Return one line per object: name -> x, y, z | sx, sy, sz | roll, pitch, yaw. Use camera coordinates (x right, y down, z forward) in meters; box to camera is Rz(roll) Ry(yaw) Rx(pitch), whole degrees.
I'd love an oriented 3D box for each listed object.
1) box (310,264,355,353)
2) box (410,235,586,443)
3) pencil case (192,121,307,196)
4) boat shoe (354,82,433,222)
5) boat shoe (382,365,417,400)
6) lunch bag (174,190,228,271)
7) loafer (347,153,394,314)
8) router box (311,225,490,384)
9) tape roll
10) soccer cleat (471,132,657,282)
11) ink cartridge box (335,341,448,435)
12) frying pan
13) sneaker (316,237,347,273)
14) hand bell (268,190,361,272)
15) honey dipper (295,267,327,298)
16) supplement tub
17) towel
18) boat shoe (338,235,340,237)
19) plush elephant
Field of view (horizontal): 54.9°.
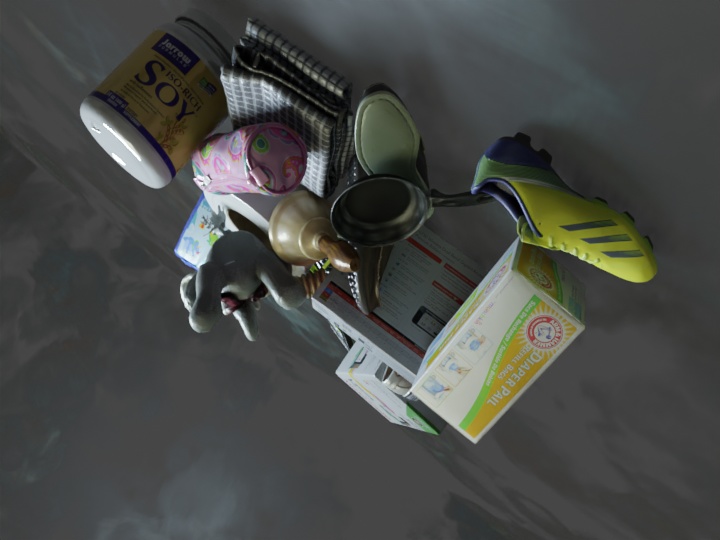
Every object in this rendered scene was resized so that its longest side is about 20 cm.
box -> -0.070, 0.053, 1.412 | 0.201, 0.047, 0.195 | 52, 167, 26
box -> 0.160, 0.079, 0.806 | 0.100, 0.202, 0.113 | 36, -153, 1
pencil case -> -0.142, -0.131, 0.851 | 0.088, 0.088, 0.198 | 47, 160, -28
boat shoe -> 0.036, -0.135, 0.779 | 0.070, 0.062, 0.203 | -12, 143, 10
boat shoe -> 0.076, 0.078, 0.995 | 0.068, 0.205, 0.071 | 22, 161, -12
lunch bag -> -0.217, -0.069, 1.242 | 0.168, 0.202, 0.128 | 27, 160, 28
loafer -> 0.021, -0.044, 0.880 | 0.069, 0.206, 0.073 | -2, -167, -10
router box -> 0.061, 0.031, 0.953 | 0.198, 0.181, 0.049 | 36, 164, 10
tape roll -> -0.121, -0.107, 1.054 | 0.200, 0.140, 0.204 | 34, 162, 13
soccer cleat -> 0.190, -0.044, 0.660 | 0.199, 0.084, 0.065 | 39, 163, 1
ink cartridge box -> 0.059, 0.182, 1.133 | 0.144, 0.085, 0.199 | 42, 163, -11
frying pan -> 0.052, -0.083, 0.770 | 0.187, 0.032, 0.115 | -25, 140, 22
sneaker -> 0.024, -0.019, 1.111 | 0.195, 0.078, 0.076 | 17, -164, 24
hand bell -> -0.041, -0.033, 0.872 | 0.104, 0.104, 0.199 | 47, 173, -27
honey dipper -> 0.000, 0.000, 1.027 | 0.038, 0.194, 0.039 | 165, 89, -80
supplement tub -> -0.252, -0.228, 0.916 | 0.144, 0.202, 0.146 | 34, 163, 12
towel -> -0.088, -0.190, 0.871 | 0.164, 0.086, 0.201 | 35, 162, 9
boat shoe -> -0.020, 0.003, 1.240 | 0.071, 0.065, 0.201 | 22, 156, 41
plush elephant -> -0.180, 0.028, 1.019 | 0.157, 0.161, 0.202 | 90, 156, -53
